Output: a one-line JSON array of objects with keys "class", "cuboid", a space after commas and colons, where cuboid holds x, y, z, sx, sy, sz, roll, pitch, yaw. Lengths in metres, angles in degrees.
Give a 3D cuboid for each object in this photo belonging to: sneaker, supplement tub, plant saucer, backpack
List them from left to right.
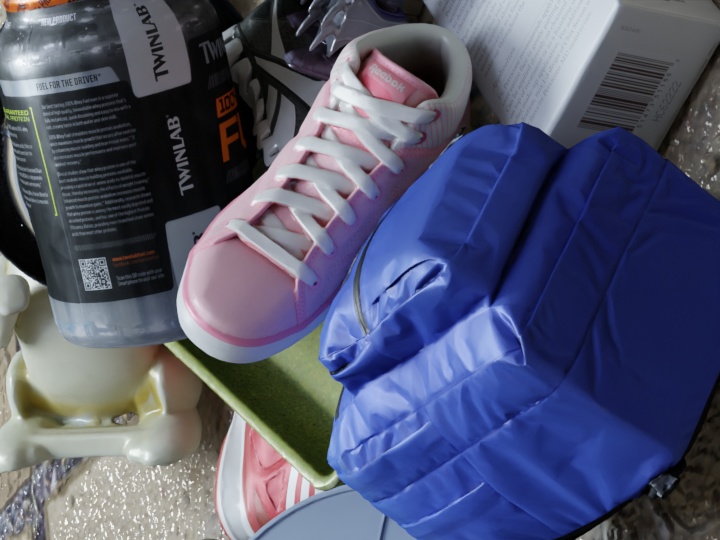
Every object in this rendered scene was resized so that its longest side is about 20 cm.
[{"class": "supplement tub", "cuboid": [-0.122, -0.069, 1.357, 0.122, 0.122, 0.201, 13, 118, 59]}, {"class": "sneaker", "cuboid": [-0.022, 0.059, 1.475, 0.115, 0.078, 0.201, -17, 67, 38]}, {"class": "sneaker", "cuboid": [-0.014, -0.048, 1.244, 0.075, 0.200, 0.105, 36, 147, 16]}, {"class": "sneaker", "cuboid": [-0.015, -0.093, 1.372, 0.091, 0.066, 0.200, -46, 42, 16]}, {"class": "plant saucer", "cuboid": [0.000, 0.000, 1.392, 0.200, 0.048, 0.200, -57, 41, 5]}, {"class": "backpack", "cuboid": [0.069, 0.035, 1.201, 0.163, 0.168, 0.200, -54, 5, -36]}]

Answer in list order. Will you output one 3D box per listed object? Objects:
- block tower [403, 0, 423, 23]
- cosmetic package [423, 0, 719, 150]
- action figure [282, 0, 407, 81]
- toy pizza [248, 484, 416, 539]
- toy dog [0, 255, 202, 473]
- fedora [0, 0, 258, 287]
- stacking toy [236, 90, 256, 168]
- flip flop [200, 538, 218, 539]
[{"class": "block tower", "cuboid": [0.011, -0.184, 1.459, 0.058, 0.054, 0.201, 45, 123, 52]}, {"class": "cosmetic package", "cuboid": [0.095, -0.145, 1.293, 0.102, 0.071, 0.200, -61, 37, 30]}, {"class": "action figure", "cuboid": [0.028, -0.190, 1.282, 0.201, 0.069, 0.130, -62, 27, 23]}, {"class": "toy pizza", "cuboid": [0.002, 0.205, 1.338, 0.199, 0.032, 0.201, -11, 59, 19]}, {"class": "toy dog", "cuboid": [-0.161, 0.004, 1.609, 0.139, 0.194, 0.201, 1, 112, 21]}, {"class": "fedora", "cuboid": [-0.130, -0.078, 1.467, 0.092, 0.200, 0.202, -161, 79, -74]}, {"class": "stacking toy", "cuboid": [-0.080, -0.029, 1.570, 0.085, 0.085, 0.201, -5, 87, 59]}, {"class": "flip flop", "cuboid": [-0.125, 0.259, 1.597, 0.081, 0.057, 0.201, 43, 120, 53]}]
